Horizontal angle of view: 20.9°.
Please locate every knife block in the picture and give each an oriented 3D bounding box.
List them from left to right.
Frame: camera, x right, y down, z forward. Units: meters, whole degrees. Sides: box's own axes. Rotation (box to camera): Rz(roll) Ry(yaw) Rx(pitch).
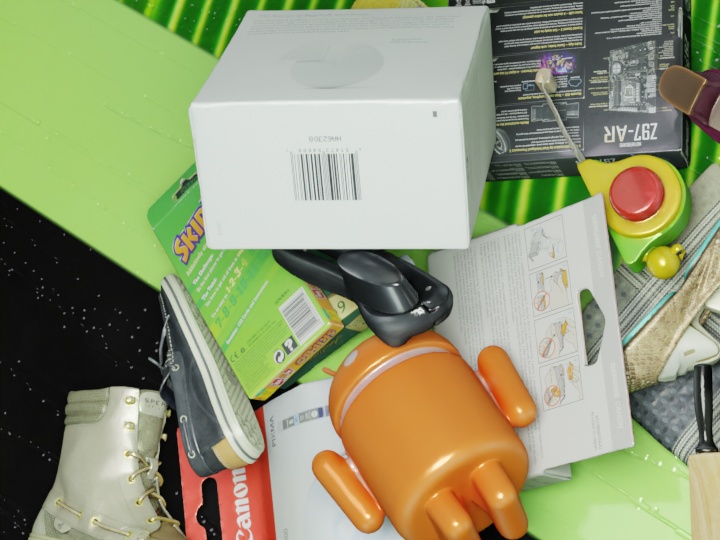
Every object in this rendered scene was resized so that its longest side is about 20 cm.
[{"bbox_3d":[0.273,0.162,1.402,0.176,0.064,0.201,53,125,37],"label":"knife block"}]

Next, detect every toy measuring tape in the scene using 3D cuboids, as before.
[{"bbox_3d":[0.203,-0.083,1.499,0.073,0.074,0.201,-28,66,9],"label":"toy measuring tape"}]

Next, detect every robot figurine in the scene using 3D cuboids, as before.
[{"bbox_3d":[0.047,0.124,1.447,0.144,0.116,0.200,-56,48,26],"label":"robot figurine"}]

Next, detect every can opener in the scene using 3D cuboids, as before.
[{"bbox_3d":[0.000,0.000,1.469,0.063,0.079,0.200,-31,29,-19],"label":"can opener"}]

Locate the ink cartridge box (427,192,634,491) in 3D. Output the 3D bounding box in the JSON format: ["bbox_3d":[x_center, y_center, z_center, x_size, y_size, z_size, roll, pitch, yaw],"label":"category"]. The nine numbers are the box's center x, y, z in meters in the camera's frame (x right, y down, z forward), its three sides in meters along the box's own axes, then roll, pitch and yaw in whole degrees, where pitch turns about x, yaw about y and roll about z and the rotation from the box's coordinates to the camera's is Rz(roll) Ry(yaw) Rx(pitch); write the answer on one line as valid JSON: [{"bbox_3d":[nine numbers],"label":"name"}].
[{"bbox_3d":[0.137,0.062,1.493,0.175,0.045,0.202,-19,66,37],"label":"ink cartridge box"}]

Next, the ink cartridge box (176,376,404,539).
[{"bbox_3d":[-0.056,0.176,1.555,0.199,0.047,0.161,-13,69,14],"label":"ink cartridge box"}]

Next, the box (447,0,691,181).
[{"bbox_3d":[0.168,-0.158,1.586,0.198,0.044,0.162,-4,72,18],"label":"box"}]

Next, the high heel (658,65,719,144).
[{"bbox_3d":[0.318,-0.095,1.465,0.200,0.096,0.068,48,115,36],"label":"high heel"}]

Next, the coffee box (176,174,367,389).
[{"bbox_3d":[-0.068,-0.018,1.609,0.123,0.044,0.201,-35,64,23],"label":"coffee box"}]

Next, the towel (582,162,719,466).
[{"bbox_3d":[0.280,0.044,1.493,0.200,0.035,0.192,-49,61,2],"label":"towel"}]

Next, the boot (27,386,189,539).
[{"bbox_3d":[-0.174,0.174,1.580,0.199,0.072,0.156,4,73,30],"label":"boot"}]

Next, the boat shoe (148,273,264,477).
[{"bbox_3d":[-0.136,0.084,1.586,0.062,0.075,0.201,-32,52,12],"label":"boat shoe"}]

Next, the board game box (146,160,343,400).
[{"bbox_3d":[-0.098,-0.002,1.583,0.095,0.030,0.201,-42,64,19],"label":"board game box"}]

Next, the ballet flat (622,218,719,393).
[{"bbox_3d":[0.257,0.029,1.453,0.065,0.070,0.200,39,93,18],"label":"ballet flat"}]

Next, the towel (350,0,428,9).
[{"bbox_3d":[0.006,-0.140,1.619,0.144,0.023,0.201,45,107,31],"label":"towel"}]

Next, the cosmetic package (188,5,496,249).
[{"bbox_3d":[-0.006,-0.111,1.474,0.198,0.124,0.200,0,28,11],"label":"cosmetic package"}]
